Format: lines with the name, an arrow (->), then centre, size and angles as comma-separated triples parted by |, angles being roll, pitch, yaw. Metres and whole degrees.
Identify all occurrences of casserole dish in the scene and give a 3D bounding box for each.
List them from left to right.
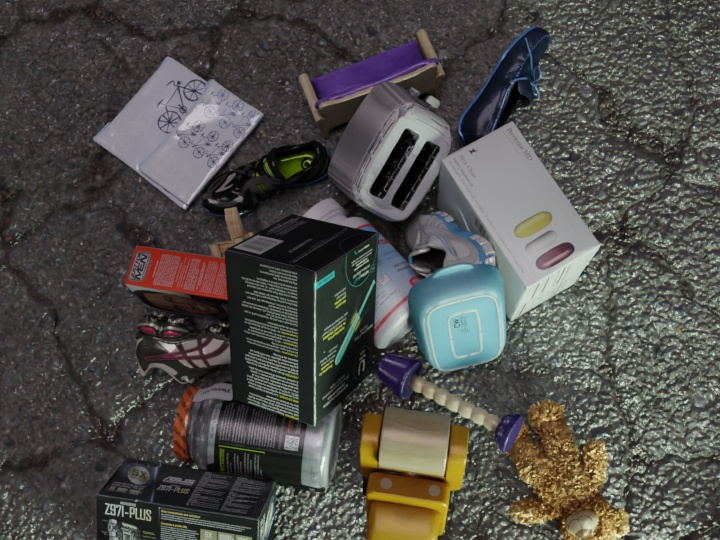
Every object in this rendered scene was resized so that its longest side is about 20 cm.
casserole dish -> 0.128, 0.067, 1.029 | 0.121, 0.200, 0.039 | -15, 49, 1

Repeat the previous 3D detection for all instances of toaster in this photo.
toaster -> 0.037, -0.152, 1.108 | 0.113, 0.129, 0.200 | 28, 101, -25

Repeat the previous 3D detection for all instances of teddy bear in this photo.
teddy bear -> 0.250, 0.262, 1.030 | 0.144, 0.067, 0.201 | -12, 72, 4

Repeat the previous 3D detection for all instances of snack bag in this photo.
snack bag -> -0.277, -0.217, 1.239 | 0.200, 0.021, 0.189 | 36, 80, 14

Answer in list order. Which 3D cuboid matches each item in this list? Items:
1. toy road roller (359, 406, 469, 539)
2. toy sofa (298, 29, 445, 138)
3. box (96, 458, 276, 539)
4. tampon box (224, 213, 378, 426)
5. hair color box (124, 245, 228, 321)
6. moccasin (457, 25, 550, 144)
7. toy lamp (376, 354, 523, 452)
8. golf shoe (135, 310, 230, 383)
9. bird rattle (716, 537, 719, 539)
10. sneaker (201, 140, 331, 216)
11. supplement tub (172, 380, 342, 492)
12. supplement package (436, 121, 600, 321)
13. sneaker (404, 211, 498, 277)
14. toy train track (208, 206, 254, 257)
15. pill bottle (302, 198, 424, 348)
toy road roller -> 0.058, 0.268, 0.978 | 0.122, 0.200, 0.146 | 7, 52, 6
toy sofa -> 0.016, -0.278, 1.193 | 0.199, 0.098, 0.083 | -21, 72, -1
box -> -0.211, 0.334, 0.999 | 0.199, 0.086, 0.164 | 6, 108, 7
tampon box -> -0.069, 0.056, 1.001 | 0.126, 0.150, 0.201 | 14, 116, 26
hair color box -> -0.204, 0.024, 1.113 | 0.199, 0.102, 0.061 | 8, 69, 11
moccasin -> 0.222, -0.256, 1.186 | 0.068, 0.080, 0.200 | 34, 92, 28
toy lamp -> 0.111, 0.166, 1.061 | 0.200, 0.058, 0.058 | 27, 77, 25
golf shoe -> -0.210, 0.113, 1.120 | 0.199, 0.077, 0.088 | 9, 93, 11
bird rattle -> 0.485, 0.363, 0.968 | 0.163, 0.113, 0.201 | -19, 69, 16
sneaker -> -0.138, -0.140, 1.172 | 0.199, 0.083, 0.071 | -22, 73, -2
supplement tub -> -0.129, 0.209, 1.048 | 0.199, 0.123, 0.123 | 7, 74, 6
supplement package -> 0.199, -0.062, 1.081 | 0.111, 0.156, 0.200 | -29, 73, -7
sneaker -> 0.093, -0.029, 1.069 | 0.086, 0.200, 0.075 | -9, 107, -21
toy train track -> -0.139, -0.031, 1.111 | 0.199, 0.033, 0.115 | -6, 107, 37
pill bottle -> 0.000, 0.000, 1.106 | 0.109, 0.109, 0.200 | -41, 75, -8
